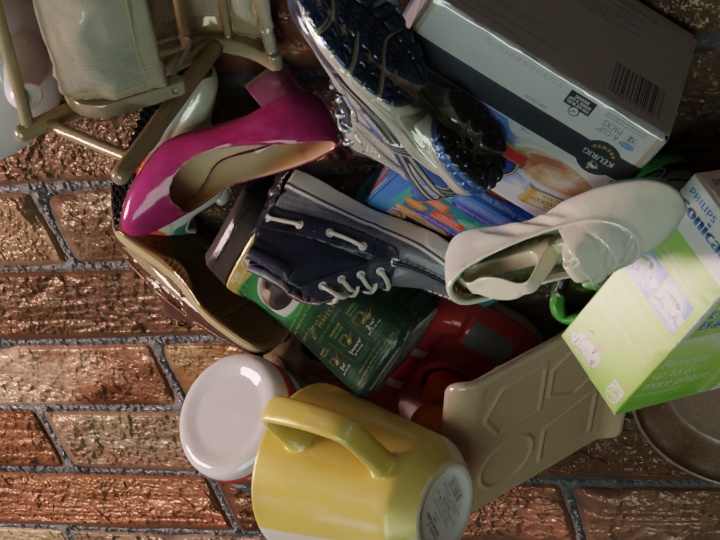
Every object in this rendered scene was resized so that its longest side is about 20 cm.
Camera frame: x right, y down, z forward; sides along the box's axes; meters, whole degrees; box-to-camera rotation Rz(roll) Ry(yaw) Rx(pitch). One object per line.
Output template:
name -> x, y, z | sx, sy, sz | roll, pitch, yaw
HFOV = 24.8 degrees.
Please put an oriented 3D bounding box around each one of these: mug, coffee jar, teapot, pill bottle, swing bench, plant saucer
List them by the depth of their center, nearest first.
swing bench -> -0.173, -0.210, 1.246 | 0.129, 0.200, 0.199 | 24, 139, 30
mug -> 0.001, 0.184, 1.381 | 0.153, 0.186, 0.150 | 13, 95, 36
teapot -> -0.359, -0.157, 1.389 | 0.197, 0.146, 0.200 | 26, 137, -4
coffee jar -> -0.037, 0.011, 1.428 | 0.200, 0.085, 0.104 | 39, 123, 9
plant saucer -> 0.342, 0.115, 1.448 | 0.200, 0.037, 0.201 | 11, 136, 11
pill bottle -> -0.066, 0.158, 1.511 | 0.116, 0.116, 0.200 | -11, 155, 30

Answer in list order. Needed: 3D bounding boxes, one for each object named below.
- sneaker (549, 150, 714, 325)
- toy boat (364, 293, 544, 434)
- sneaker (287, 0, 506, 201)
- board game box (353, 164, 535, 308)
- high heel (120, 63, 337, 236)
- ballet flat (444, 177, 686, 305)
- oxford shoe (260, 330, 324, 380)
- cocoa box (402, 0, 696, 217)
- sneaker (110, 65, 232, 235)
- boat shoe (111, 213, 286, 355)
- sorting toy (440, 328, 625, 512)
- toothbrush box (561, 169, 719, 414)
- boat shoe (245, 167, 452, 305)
sneaker -> 0.225, -0.019, 1.331 | 0.078, 0.085, 0.200 | 31, 135, -8
toy boat -> 0.076, 0.118, 1.488 | 0.130, 0.131, 0.200 | 28, 135, -6
sneaker -> 0.009, -0.118, 1.145 | 0.085, 0.077, 0.200 | -23, 117, 45
board game box -> 0.082, -0.042, 1.339 | 0.152, 0.045, 0.200 | 30, 161, -8
high heel -> -0.111, -0.078, 1.342 | 0.200, 0.096, 0.067 | -43, 143, 12
ballet flat -> 0.145, -0.011, 1.196 | 0.200, 0.070, 0.070 | -15, 125, 36
oxford shoe -> -0.068, 0.094, 1.568 | 0.075, 0.071, 0.200 | 9, 134, 10
cocoa box -> 0.123, -0.146, 1.215 | 0.200, 0.134, 0.131 | 30, 136, -7
sneaker -> -0.148, -0.104, 1.425 | 0.093, 0.070, 0.200 | 11, 133, -25
boat shoe -> -0.151, 0.015, 1.502 | 0.200, 0.072, 0.072 | 37, 143, 13
sorting toy -> 0.155, 0.121, 1.455 | 0.036, 0.199, 0.186 | 50, 152, 37
toothbrush box -> 0.275, 0.012, 1.277 | 0.086, 0.145, 0.200 | 57, 136, 27
boat shoe -> 0.000, 0.000, 1.347 | 0.199, 0.093, 0.075 | 26, 162, 10
